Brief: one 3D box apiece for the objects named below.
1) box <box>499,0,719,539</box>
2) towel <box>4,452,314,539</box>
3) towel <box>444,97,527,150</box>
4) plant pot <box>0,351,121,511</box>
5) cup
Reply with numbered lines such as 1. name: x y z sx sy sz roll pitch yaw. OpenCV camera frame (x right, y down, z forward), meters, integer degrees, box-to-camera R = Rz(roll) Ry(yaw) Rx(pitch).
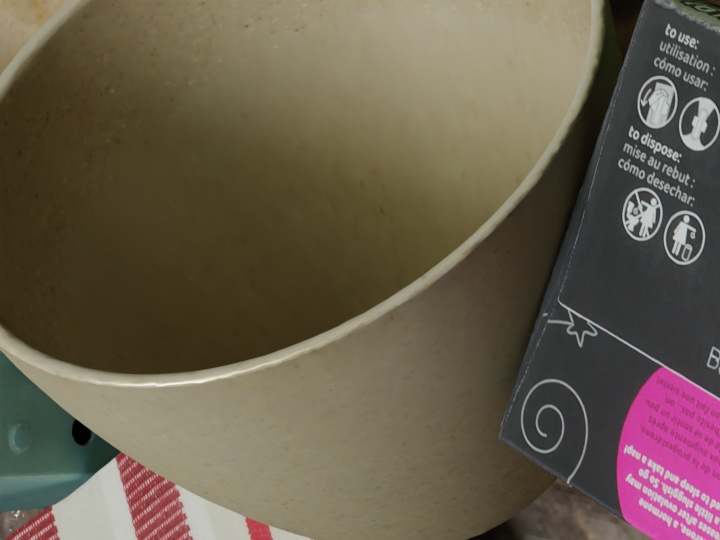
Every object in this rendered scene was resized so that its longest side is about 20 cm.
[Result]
1. box: 0.155 0.026 0.740 0.200 0.114 0.133 31 109 42
2. towel: -0.060 0.118 0.969 0.200 0.023 0.144 -37 46 18
3. towel: -0.012 -0.111 0.988 0.199 0.030 0.147 2 90 47
4. plant pot: -0.167 0.025 1.078 0.199 0.141 0.142 2 89 40
5. cup: 0.000 0.000 0.865 0.199 0.143 0.201 -17 42 16
